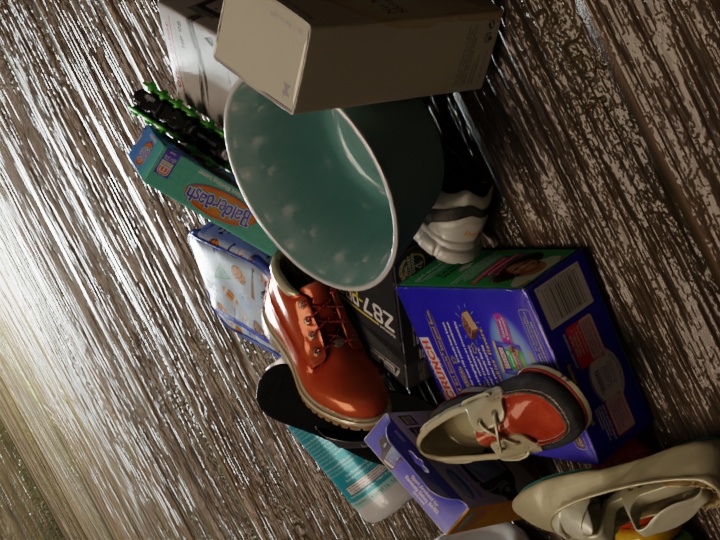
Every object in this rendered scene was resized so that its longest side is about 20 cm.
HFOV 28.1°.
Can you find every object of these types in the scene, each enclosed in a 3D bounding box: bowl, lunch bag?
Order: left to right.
[{"bbox_3d":[-0.109,0.025,1.634,0.200,0.076,0.160,28,141,48],"label":"lunch bag"},{"bbox_3d":[-0.009,-0.095,1.183,0.201,0.105,0.201,32,141,31],"label":"bowl"}]

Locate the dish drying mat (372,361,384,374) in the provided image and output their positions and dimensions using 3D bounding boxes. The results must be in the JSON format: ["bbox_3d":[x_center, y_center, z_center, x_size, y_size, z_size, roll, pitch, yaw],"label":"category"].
[{"bbox_3d":[0.019,0.039,1.485,0.077,0.018,0.200,52,152,18],"label":"dish drying mat"}]

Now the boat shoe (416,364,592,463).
[{"bbox_3d":[0.116,0.126,1.191,0.071,0.063,0.200,61,151,-5],"label":"boat shoe"}]

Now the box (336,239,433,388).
[{"bbox_3d":[0.000,0.000,1.415,0.200,0.049,0.161,38,146,45],"label":"box"}]

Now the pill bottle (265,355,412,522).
[{"bbox_3d":[-0.011,0.160,1.524,0.200,0.111,0.111,50,153,0],"label":"pill bottle"}]

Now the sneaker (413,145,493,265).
[{"bbox_3d":[0.045,-0.096,1.275,0.200,0.074,0.080,42,133,24],"label":"sneaker"}]

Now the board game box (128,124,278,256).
[{"bbox_3d":[-0.159,-0.086,1.490,0.152,0.045,0.200,31,-177,-17],"label":"board game box"}]

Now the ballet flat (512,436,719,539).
[{"bbox_3d":[0.208,0.187,1.153,0.200,0.069,0.070,-24,96,31],"label":"ballet flat"}]

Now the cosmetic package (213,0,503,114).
[{"bbox_3d":[0.001,-0.181,1.096,0.104,0.200,0.073,38,126,35],"label":"cosmetic package"}]

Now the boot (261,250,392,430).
[{"bbox_3d":[-0.035,0.067,1.409,0.200,0.075,0.107,49,148,33],"label":"boot"}]

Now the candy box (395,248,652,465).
[{"bbox_3d":[0.137,0.071,1.251,0.200,0.077,0.169,0,117,58],"label":"candy box"}]

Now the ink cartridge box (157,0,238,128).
[{"bbox_3d":[-0.139,-0.214,1.451,0.200,0.067,0.116,35,143,46],"label":"ink cartridge box"}]

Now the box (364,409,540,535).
[{"bbox_3d":[0.088,0.183,1.332,0.119,0.200,0.041,47,113,26],"label":"box"}]

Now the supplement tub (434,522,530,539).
[{"bbox_3d":[0.140,0.372,1.475,0.132,0.132,0.200,7,123,58],"label":"supplement tub"}]

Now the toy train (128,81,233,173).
[{"bbox_3d":[-0.174,-0.145,1.476,0.056,0.042,0.200,29,-176,-42],"label":"toy train"}]

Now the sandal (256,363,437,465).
[{"bbox_3d":[-0.010,0.150,1.446,0.043,0.200,0.076,-35,-42,-84],"label":"sandal"}]

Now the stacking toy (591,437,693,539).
[{"bbox_3d":[0.249,0.236,1.222,0.085,0.085,0.200,-20,94,63],"label":"stacking toy"}]
